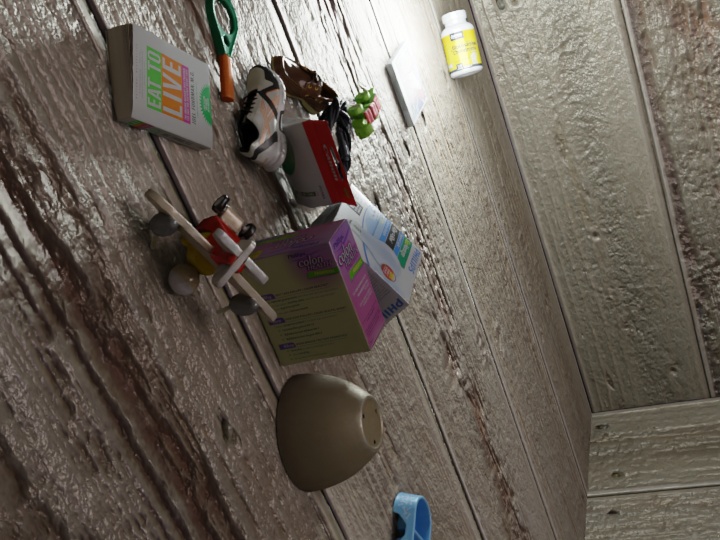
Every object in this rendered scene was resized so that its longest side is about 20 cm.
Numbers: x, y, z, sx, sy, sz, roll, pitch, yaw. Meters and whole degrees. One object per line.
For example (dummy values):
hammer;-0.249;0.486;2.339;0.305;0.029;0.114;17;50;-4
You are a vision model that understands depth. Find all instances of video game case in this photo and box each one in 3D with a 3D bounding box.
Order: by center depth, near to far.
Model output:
video game case;0.131;-0.520;2.336;0.201;0.023;0.184;-65;138;-54

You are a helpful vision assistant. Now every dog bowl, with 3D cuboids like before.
dog bowl;0.106;0.557;1.744;0.112;0.049;0.202;57;31;-40

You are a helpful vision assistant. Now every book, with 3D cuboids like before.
book;-0.289;-0.263;1.240;0.199;0.047;0.136;9;75;-67

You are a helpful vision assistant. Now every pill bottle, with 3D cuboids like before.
pill bottle;0.329;-0.747;2.781;0.112;0.110;0.203;-25;102;-66

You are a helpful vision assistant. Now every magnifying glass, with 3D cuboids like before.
magnifying glass;-0.233;-0.385;1.444;0.079;0.022;0.204;24;58;-62

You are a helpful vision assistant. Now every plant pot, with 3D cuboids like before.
plant pot;-0.037;0.270;1.446;0.200;0.133;0.204;-12;90;-67

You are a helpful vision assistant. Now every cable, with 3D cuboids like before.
cable;-0.052;-0.250;1.698;0.163;0.050;0.203;54;48;-56

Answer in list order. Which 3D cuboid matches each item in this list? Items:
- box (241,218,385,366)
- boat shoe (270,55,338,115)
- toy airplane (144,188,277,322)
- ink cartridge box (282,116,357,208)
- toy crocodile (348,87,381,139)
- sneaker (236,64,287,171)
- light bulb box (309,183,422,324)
box;-0.079;0.039;1.406;0.202;0.173;0.097;68;26;-20
boat shoe;-0.109;-0.373;1.663;0.200;0.067;0.073;27;54;-61
toy airplane;-0.209;-0.013;1.179;0.201;0.141;0.199;51;2;19
ink cartridge box;-0.089;-0.187;1.496;0.200;0.050;0.163;27;-39;62
toy crocodile;0.016;-0.367;1.953;0.201;0.061;0.068;-67;139;-53
sneaker;-0.176;-0.275;1.462;0.079;0.073;0.203;16;57;-46
light bulb box;-0.004;-0.017;1.553;0.200;0.125;0.199;42;29;-12
